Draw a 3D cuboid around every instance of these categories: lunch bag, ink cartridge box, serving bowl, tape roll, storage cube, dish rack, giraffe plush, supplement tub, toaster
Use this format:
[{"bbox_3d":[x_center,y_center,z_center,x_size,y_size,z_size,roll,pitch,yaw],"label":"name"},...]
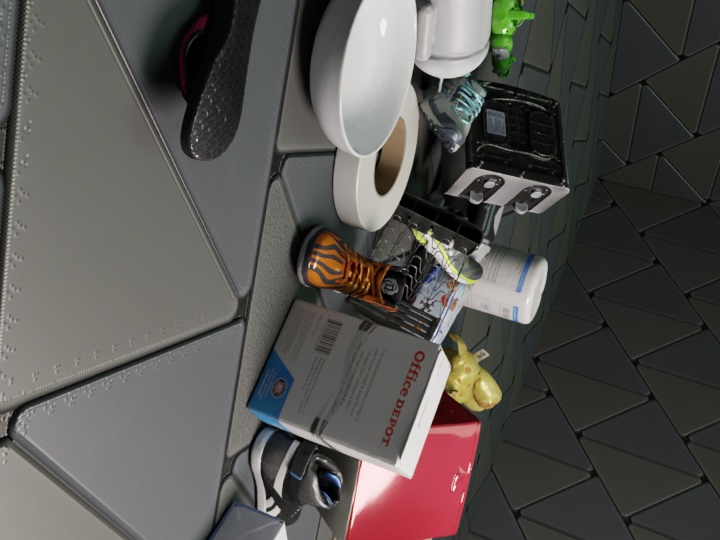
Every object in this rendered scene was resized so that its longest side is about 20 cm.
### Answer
[{"bbox_3d":[0.120,0.087,1.392,0.202,0.075,0.160,-60,166,8],"label":"lunch bag"},{"bbox_3d":[-0.011,0.138,0.953,0.148,0.197,0.086,-66,157,-18],"label":"ink cartridge box"},{"bbox_3d":[-0.004,-0.230,0.886,0.200,0.065,0.203,16,90,-70],"label":"serving bowl"},{"bbox_3d":[0.024,-0.153,1.062,0.203,0.037,0.205,-51,149,-46],"label":"tape roll"},{"bbox_3d":[-0.145,0.402,0.979,0.137,0.075,0.202,-54,150,-42],"label":"ink cartridge box"},{"bbox_3d":[0.033,0.253,1.101,0.177,0.171,0.203,2,109,-28],"label":"storage cube"},{"bbox_3d":[0.074,-0.002,1.158,0.202,0.152,0.055,-62,173,-26],"label":"dish rack"},{"bbox_3d":[0.180,0.249,1.645,0.162,0.172,0.201,-40,158,-21],"label":"giraffe plush"},{"bbox_3d":[0.247,0.014,1.541,0.132,0.197,0.133,-51,151,-44],"label":"supplement tub"},{"bbox_3d":[0.225,-0.200,1.277,0.119,0.178,0.203,130,-34,-59],"label":"toaster"}]

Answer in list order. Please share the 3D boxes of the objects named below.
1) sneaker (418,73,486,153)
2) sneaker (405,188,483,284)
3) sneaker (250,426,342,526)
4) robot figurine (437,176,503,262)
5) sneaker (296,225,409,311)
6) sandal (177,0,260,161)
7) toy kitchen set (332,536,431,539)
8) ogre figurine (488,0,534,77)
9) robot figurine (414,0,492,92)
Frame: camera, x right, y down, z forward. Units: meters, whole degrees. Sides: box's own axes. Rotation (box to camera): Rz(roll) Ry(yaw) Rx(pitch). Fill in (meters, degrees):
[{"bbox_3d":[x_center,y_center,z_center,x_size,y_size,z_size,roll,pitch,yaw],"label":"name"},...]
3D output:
[{"bbox_3d":[0.135,-0.238,1.139,0.078,0.086,0.201,50,21,-22],"label":"sneaker"},{"bbox_3d":[0.147,-0.050,1.283,0.081,0.074,0.200,-39,130,13],"label":"sneaker"},{"bbox_3d":[-0.074,0.289,1.030,0.073,0.110,0.202,-57,154,-35],"label":"sneaker"},{"bbox_3d":[0.187,-0.107,1.398,0.150,0.123,0.203,18,89,-63],"label":"robot figurine"},{"bbox_3d":[0.000,0.000,1.005,0.200,0.111,0.079,16,90,-70],"label":"sneaker"},{"bbox_3d":[-0.122,-0.178,0.665,0.075,0.044,0.203,72,24,-65],"label":"sandal"},{"bbox_3d":[0.050,0.448,1.377,0.199,0.178,0.166,15,93,-66],"label":"toy kitchen set"},{"bbox_3d":[0.241,-0.430,1.342,0.120,0.097,0.202,-50,163,-70],"label":"ogre figurine"},{"bbox_3d":[0.116,-0.340,1.051,0.170,0.112,0.202,-44,146,-35],"label":"robot figurine"}]
